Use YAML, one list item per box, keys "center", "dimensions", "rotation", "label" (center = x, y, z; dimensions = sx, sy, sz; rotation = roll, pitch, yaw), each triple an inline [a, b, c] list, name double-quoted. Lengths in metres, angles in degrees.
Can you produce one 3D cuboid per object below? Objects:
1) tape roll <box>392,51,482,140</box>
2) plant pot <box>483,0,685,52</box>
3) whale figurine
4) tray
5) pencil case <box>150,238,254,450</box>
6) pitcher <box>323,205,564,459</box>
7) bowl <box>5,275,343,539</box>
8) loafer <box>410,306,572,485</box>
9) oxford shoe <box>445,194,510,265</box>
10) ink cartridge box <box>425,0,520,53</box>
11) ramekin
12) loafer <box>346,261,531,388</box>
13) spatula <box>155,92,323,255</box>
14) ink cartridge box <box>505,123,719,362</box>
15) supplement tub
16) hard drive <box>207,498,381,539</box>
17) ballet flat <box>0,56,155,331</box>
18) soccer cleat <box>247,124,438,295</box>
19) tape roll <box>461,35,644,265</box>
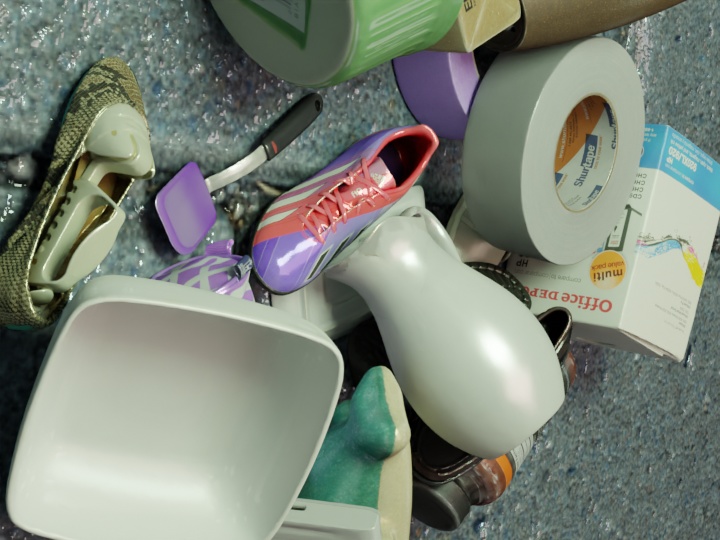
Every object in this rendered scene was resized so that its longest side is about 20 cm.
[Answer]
- center: [0.113, -0.215, 1.218]
  dimensions: [0.199, 0.065, 0.202]
  rotation: [-14, 109, -47]
  label: "tape roll"
- center: [0.171, -0.263, 1.110]
  dimensions: [0.200, 0.187, 0.188]
  rotation: [-35, 124, -23]
  label: "plant pot"
- center: [-0.014, 0.166, 1.078]
  dimensions: [0.103, 0.160, 0.201]
  rotation: [0, 136, -12]
  label: "whale figurine"
- center: [0.000, 0.000, 1.161]
  dimensions: [0.199, 0.022, 0.108]
  rotation: [-21, 113, -46]
  label: "tray"
- center: [-0.099, 0.080, 1.020]
  dimensions: [0.086, 0.083, 0.201]
  rotation: [-62, 145, -59]
  label: "pencil case"
- center: [0.079, 0.040, 1.112]
  dimensions: [0.200, 0.121, 0.172]
  rotation: [51, 29, 0]
  label: "pitcher"
- center: [-0.128, 0.094, 0.922]
  dimensions: [0.198, 0.075, 0.201]
  rotation: [13, 115, -22]
  label: "bowl"
- center: [0.113, 0.100, 1.178]
  dimensions: [0.200, 0.072, 0.063]
  rotation: [-42, 164, -27]
  label: "loafer"
- center: [0.130, -0.051, 1.277]
  dimensions: [0.075, 0.057, 0.201]
  rotation: [46, 65, -48]
  label: "oxford shoe"
- center: [0.019, -0.269, 1.017]
  dimensions: [0.075, 0.164, 0.201]
  rotation: [-39, 125, -35]
  label: "ink cartridge box"
- center: [-0.030, -0.226, 0.950]
  dimensions: [0.097, 0.199, 0.201]
  rotation: [-35, 123, -32]
  label: "ramekin"
- center: [0.064, 0.053, 1.209]
  dimensions: [0.199, 0.073, 0.072]
  rotation: [-20, 153, -30]
  label: "loafer"
- center: [-0.087, -0.082, 1.042]
  dimensions: [0.200, 0.020, 0.057]
  rotation: [-43, 126, -37]
  label: "spatula"
- center: [0.249, -0.030, 1.352]
  dimensions: [0.144, 0.147, 0.201]
  rotation: [23, 80, -49]
  label: "ink cartridge box"
- center: [0.109, 0.139, 1.254]
  dimensions: [0.200, 0.106, 0.107]
  rotation: [-51, 132, -30]
  label: "supplement tub"
- center: [-0.044, 0.254, 1.049]
  dimensions: [0.027, 0.131, 0.201]
  rotation: [-69, 159, -52]
  label: "hard drive"
- center: [-0.177, -0.049, 0.900]
  dimensions: [0.068, 0.075, 0.201]
  rotation: [40, 67, -45]
  label: "ballet flat"
- center: [-0.013, -0.055, 1.081]
  dimensions: [0.068, 0.073, 0.200]
  rotation: [54, 52, -9]
  label: "soccer cleat"
- center: [0.173, -0.109, 1.211]
  dimensions: [0.200, 0.066, 0.202]
  rotation: [-22, 119, -46]
  label: "tape roll"
